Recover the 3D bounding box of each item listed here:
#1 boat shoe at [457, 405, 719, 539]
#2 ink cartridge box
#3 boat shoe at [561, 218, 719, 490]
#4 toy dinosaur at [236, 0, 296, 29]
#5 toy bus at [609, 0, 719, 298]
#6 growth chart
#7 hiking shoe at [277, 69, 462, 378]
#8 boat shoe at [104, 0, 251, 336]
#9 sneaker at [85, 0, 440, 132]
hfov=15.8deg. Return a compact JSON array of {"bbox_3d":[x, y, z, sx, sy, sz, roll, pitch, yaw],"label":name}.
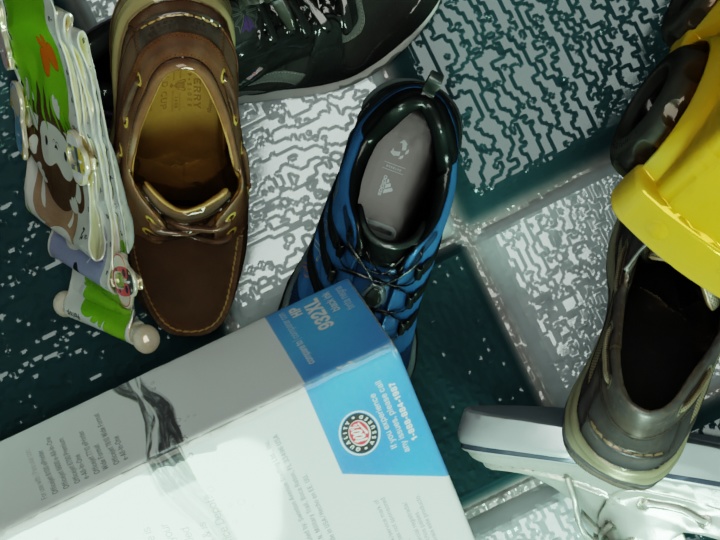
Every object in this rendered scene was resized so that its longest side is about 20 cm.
[{"bbox_3d":[0.142,0.121,1.284,0.202,0.075,0.086,11,94,-9],"label":"boat shoe"},{"bbox_3d":[-0.061,0.117,1.218,0.200,0.084,0.145,-25,119,-6],"label":"ink cartridge box"},{"bbox_3d":[0.155,0.010,1.244,0.074,0.073,0.200,20,58,-5],"label":"boat shoe"},{"bbox_3d":[-0.040,-0.189,1.179,0.102,0.136,0.200,-5,45,10],"label":"toy dinosaur"},{"bbox_3d":[0.224,-0.103,1.190,0.136,0.192,0.200,30,51,-7],"label":"toy bus"},{"bbox_3d":[-0.145,-0.062,1.252,0.018,0.145,0.200,-16,99,-23],"label":"growth chart"},{"bbox_3d":[0.000,0.000,1.272,0.074,0.087,0.200,12,90,0],"label":"hiking shoe"},{"bbox_3d":[-0.088,-0.041,1.236,0.072,0.068,0.200,-4,130,-6],"label":"boat shoe"},{"bbox_3d":[-0.050,-0.116,1.272,0.200,0.088,0.076,-22,89,0],"label":"sneaker"}]
